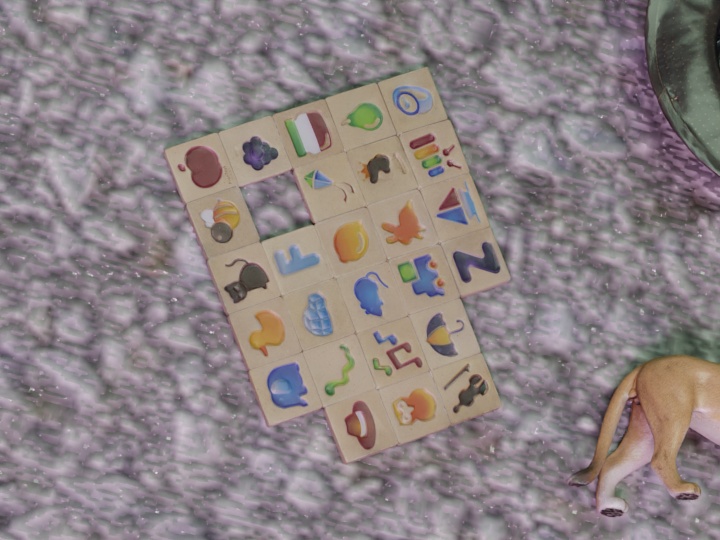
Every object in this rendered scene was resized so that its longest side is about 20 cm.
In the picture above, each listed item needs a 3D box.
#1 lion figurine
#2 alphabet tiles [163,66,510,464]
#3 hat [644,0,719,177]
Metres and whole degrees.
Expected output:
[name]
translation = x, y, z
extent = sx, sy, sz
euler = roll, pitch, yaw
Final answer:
[lion figurine]
translation = 0.215, 0.080, 1.619
extent = 0.200, 0.072, 0.123
euler = 8, 67, -10
[alphabet tiles]
translation = 0.000, 0.000, 1.608
extent = 0.167, 0.008, 0.200
euler = -19, 83, -20
[hat]
translation = 0.256, -0.121, 1.676
extent = 0.200, 0.081, 0.201
euler = 2, 75, -7
